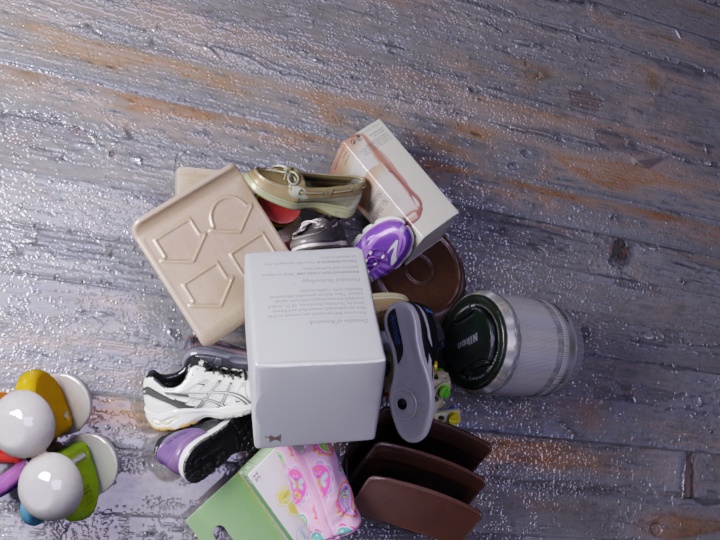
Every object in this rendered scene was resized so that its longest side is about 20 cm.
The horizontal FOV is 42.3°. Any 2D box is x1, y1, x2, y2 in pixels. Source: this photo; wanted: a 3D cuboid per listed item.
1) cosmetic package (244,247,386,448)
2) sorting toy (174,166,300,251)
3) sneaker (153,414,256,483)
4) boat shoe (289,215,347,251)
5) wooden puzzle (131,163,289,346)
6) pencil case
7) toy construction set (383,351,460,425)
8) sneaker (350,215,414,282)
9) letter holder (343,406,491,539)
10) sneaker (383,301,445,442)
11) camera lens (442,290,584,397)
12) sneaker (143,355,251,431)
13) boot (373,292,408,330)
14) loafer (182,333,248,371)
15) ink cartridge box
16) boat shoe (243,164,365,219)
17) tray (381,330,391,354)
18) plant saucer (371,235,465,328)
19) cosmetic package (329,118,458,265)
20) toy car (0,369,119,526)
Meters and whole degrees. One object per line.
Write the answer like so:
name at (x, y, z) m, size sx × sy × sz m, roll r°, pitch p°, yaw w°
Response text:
cosmetic package at (-0.067, 0.101, 1.232) m, size 0.163 × 0.169 × 0.202 m, roll -2°, pitch 45°, yaw -9°
sorting toy at (-0.177, -0.056, 1.405) m, size 0.197 × 0.069 × 0.203 m, roll 3°, pitch 78°, yaw -23°
sneaker at (-0.207, 0.225, 1.331) m, size 0.199 × 0.087 × 0.077 m, roll -21°, pitch 119°, yaw -50°
boat shoe at (-0.066, -0.058, 1.403) m, size 0.066 × 0.200 × 0.058 m, roll -13°, pitch 90°, yaw 12°
wooden puzzle at (-0.203, -0.022, 1.325) m, size 0.184 × 0.046 × 0.202 m, roll -34°, pitch 99°, yaw -26°
pencil case at (-0.068, 0.281, 1.308) m, size 0.087 × 0.087 × 0.203 m, roll -25°, pitch 102°, yaw -26°
toy construction set at (0.062, 0.196, 1.454) m, size 0.196 × 0.092 × 0.133 m, roll -2°, pitch 111°, yaw -17°
sneaker at (0.000, 0.000, 1.416) m, size 0.199 × 0.084 × 0.081 m, roll -40°, pitch 100°, yaw 14°
letter holder at (0.094, 0.305, 1.395) m, size 0.198 × 0.143 × 0.101 m, roll 23°, pitch 31°, yaw -19°
sneaker at (0.094, 0.145, 1.376) m, size 0.111 × 0.072 × 0.204 m, roll -1°, pitch 85°, yaw -60°
camera lens at (0.241, 0.120, 1.491) m, size 0.198 × 0.159 × 0.163 m, roll 9°, pitch 75°, yaw -38°
sneaker at (-0.206, 0.158, 1.297) m, size 0.197 × 0.076 × 0.089 m, roll -13°, pitch 107°, yaw -12°
boot at (0.003, 0.120, 1.386) m, size 0.197 × 0.073 × 0.157 m, roll -13°, pitch 50°, yaw -16°
loafer at (-0.166, 0.137, 1.373) m, size 0.197 × 0.072 × 0.063 m, roll 18°, pitch 32°, yaw -21°
ink cartridge box at (-0.132, 0.345, 1.342) m, size 0.200 × 0.048 × 0.147 m, roll -41°, pitch 107°, yaw -28°
boat shoe at (-0.080, -0.127, 1.376) m, size 0.198 × 0.073 × 0.064 m, roll 12°, pitch 116°, yaw -36°
tray at (0.080, 0.080, 1.519) m, size 0.197 × 0.022 × 0.109 m, roll -6°, pitch 82°, yaw -25°
plant saucer at (0.090, 0.001, 1.515) m, size 0.197 × 0.034 × 0.204 m, roll 9°, pitch 64°, yaw -20°
cosmetic package at (0.051, -0.124, 1.478) m, size 0.087 × 0.104 × 0.201 m, roll -34°, pitch 77°, yaw -28°
toy car at (-0.418, 0.238, 1.201) m, size 0.148 × 0.175 × 0.203 m, roll -25°, pitch 90°, yaw 8°
